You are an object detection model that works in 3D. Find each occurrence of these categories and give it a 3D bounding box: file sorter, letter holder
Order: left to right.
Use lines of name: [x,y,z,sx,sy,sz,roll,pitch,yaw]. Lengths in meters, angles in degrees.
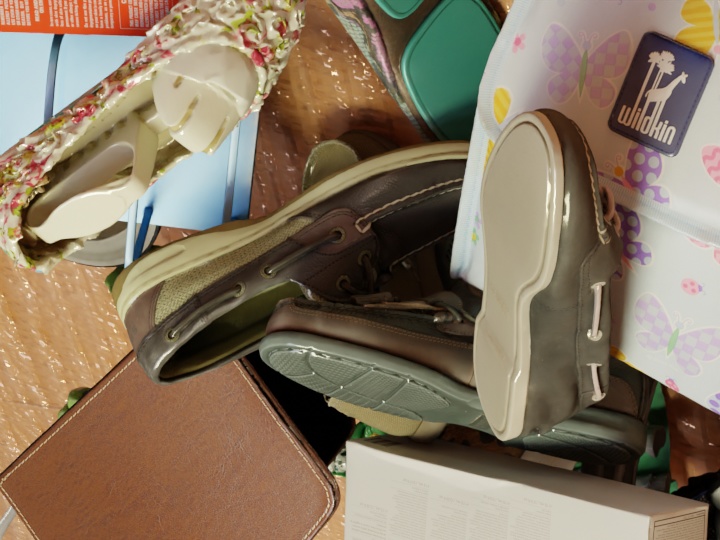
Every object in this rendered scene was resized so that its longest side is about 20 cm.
file sorter: [-0.154,-0.075,1.356,0.199,0.123,0.139,7,113,-1]
letter holder: [-0.077,0.107,1.435,0.200,0.100,0.142,-42,80,37]

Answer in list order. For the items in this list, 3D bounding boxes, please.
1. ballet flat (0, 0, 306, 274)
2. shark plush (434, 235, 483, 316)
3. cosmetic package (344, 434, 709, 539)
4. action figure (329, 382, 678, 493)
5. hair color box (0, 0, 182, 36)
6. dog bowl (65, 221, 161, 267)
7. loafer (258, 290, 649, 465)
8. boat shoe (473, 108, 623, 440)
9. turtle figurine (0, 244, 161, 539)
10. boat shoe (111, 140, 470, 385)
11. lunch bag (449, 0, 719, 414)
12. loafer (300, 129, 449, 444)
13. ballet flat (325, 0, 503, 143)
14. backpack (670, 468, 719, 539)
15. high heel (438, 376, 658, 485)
ballet flat: [-0.099,-0.065,1.255,0.200,0.064,0.076,-40,127,18]
shark plush: [0.046,-0.001,1.416,0.084,0.091,0.200,61,151,4]
cosmetic package: [0.077,0.137,1.289,0.200,0.051,0.083,11,100,44]
action figure: [0.070,0.104,1.458,0.199,0.055,0.119,0,115,20]
hair color box: [-0.154,-0.168,1.291,0.199,0.102,0.061,3,132,2]
dog bowl: [-0.175,-0.100,1.512,0.200,0.074,0.201,27,145,20]
loafer: [0.047,0.041,1.264,0.199,0.063,0.072,17,160,-19]
boat shoe: [0.087,-0.002,1.153,0.200,0.057,0.067,95,155,-50]
turtle figurine: [-0.110,0.098,1.563,0.144,0.199,0.195,47,150,43]
boat shoe: [-0.020,0.001,1.283,0.072,0.200,0.066,63,-174,-61]
lunch bag: [0.140,-0.054,1.188,0.169,0.127,0.200,29,136,18]
loafer: [0.000,0.000,1.364,0.067,0.200,0.076,9,130,-28]
ballet flat: [0.015,-0.129,1.273,0.071,0.069,0.200,28,162,47]
backpack: [0.208,0.177,1.335,0.182,0.148,0.200,6,165,-25]
high heel: [0.082,0.060,1.389,0.071,0.143,0.200,24,162,-38]
